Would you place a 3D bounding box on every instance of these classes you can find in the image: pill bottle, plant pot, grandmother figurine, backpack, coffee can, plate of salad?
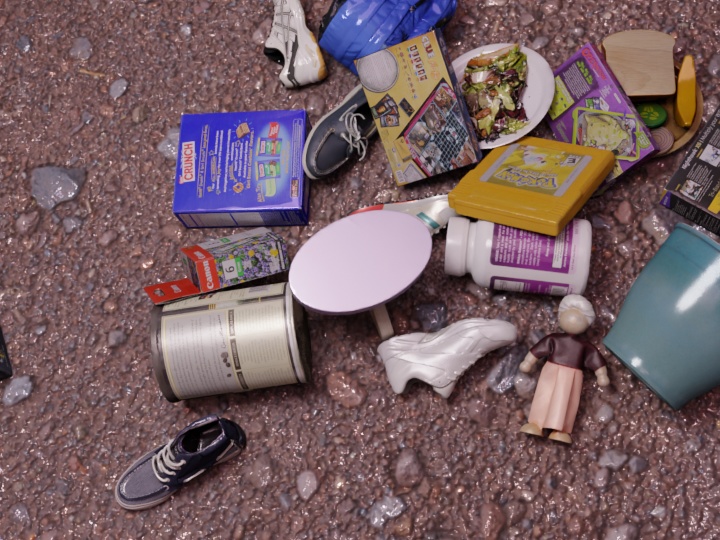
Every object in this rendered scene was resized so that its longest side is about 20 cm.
[{"bbox_3d":[0.221,-0.026,1.386,0.199,0.112,0.113,6,70,7],"label":"pill bottle"},{"bbox_3d":[0.429,0.073,1.289,0.188,0.200,0.200,-47,70,5],"label":"plant pot"},{"bbox_3d":[0.282,0.132,1.337,0.120,0.061,0.201,13,82,3],"label":"grandmother figurine"},{"bbox_3d":[0.040,-0.398,1.526,0.168,0.163,0.200,41,77,-1],"label":"backpack"},{"bbox_3d":[-0.178,0.100,1.375,0.199,0.146,0.147,-8,69,4],"label":"coffee can"},{"bbox_3d":[0.198,-0.276,1.501,0.199,0.048,0.201,-9,59,16],"label":"plate of salad"}]

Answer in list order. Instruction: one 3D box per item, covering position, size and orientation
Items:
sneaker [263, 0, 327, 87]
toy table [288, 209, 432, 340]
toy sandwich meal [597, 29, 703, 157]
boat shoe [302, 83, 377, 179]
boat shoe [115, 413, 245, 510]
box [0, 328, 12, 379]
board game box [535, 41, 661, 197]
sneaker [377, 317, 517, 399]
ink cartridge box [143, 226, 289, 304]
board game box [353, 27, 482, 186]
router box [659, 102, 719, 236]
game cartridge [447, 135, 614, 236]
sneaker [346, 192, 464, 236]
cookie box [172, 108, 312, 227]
[{"bbox_3d":[-0.124,-0.388,1.590,0.087,0.076,0.201,-21,67,1],"label":"sneaker"},{"bbox_3d":[0.000,0.000,1.350,0.199,0.117,0.185,-12,74,-3],"label":"toy table"},{"bbox_3d":[0.426,-0.268,1.474,0.204,0.070,0.207,-3,69,7],"label":"toy sandwich meal"},{"bbox_3d":[-0.013,-0.214,1.494,0.062,0.075,0.200,10,48,43],"label":"boat shoe"},{"bbox_3d":[-0.261,0.261,1.354,0.199,0.093,0.075,-31,69,-5],"label":"boat shoe"},{"bbox_3d":[-0.634,0.095,1.488,0.157,0.051,0.201,-22,69,0],"label":"box"},{"bbox_3d":[0.347,-0.224,1.457,0.120,0.032,0.201,-41,63,37],"label":"board game box"},{"bbox_3d":[0.129,0.127,1.371,0.199,0.078,0.100,-16,75,11],"label":"sneaker"},{"bbox_3d":[-0.213,-0.009,1.410,0.199,0.109,0.051,-15,106,-19],"label":"ink cartridge box"},{"bbox_3d":[0.086,-0.239,1.449,0.135,0.035,0.201,-14,103,25],"label":"board game box"},{"bbox_3d":[0.556,-0.146,1.421,0.157,0.052,0.200,33,77,18],"label":"router box"},{"bbox_3d":[0.243,-0.128,1.394,0.175,0.033,0.200,15,40,31],"label":"game cartridge"},{"bbox_3d":[0.082,-0.060,1.454,0.198,0.070,0.094,-8,90,0],"label":"sneaker"},{"bbox_3d":[-0.180,-0.157,1.510,0.198,0.075,0.172,-1,70,6],"label":"cookie box"}]
